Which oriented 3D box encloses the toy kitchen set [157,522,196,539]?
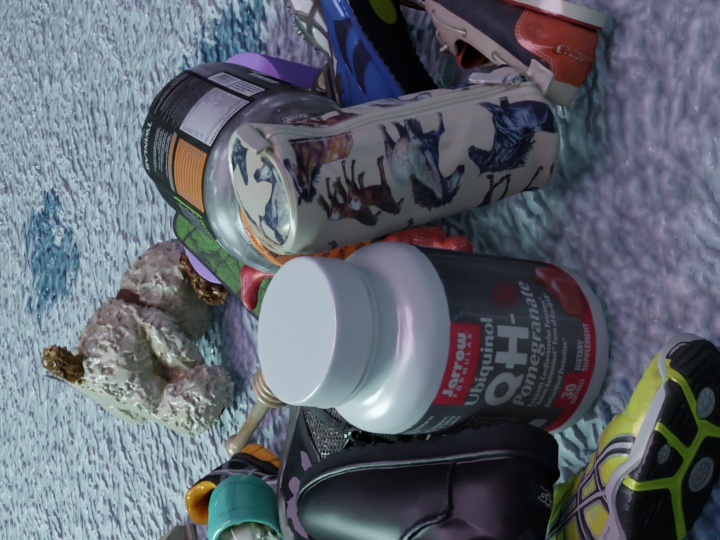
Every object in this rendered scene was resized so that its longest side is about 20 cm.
[{"bbox_3d":[-0.222,0.310,1.033,0.200,0.180,0.164,-43,50,37],"label":"toy kitchen set"}]

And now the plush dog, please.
[{"bbox_3d":[-0.202,0.048,1.106,0.199,0.160,0.173,-3,58,55],"label":"plush dog"}]

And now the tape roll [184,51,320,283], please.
[{"bbox_3d":[-0.089,-0.086,1.017,0.200,0.065,0.202,-14,72,52],"label":"tape roll"}]

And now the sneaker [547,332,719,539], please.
[{"bbox_3d":[0.141,0.124,0.642,0.076,0.075,0.201,34,111,50],"label":"sneaker"}]

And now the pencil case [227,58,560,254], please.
[{"bbox_3d":[0.021,-0.068,0.681,0.078,0.199,0.090,47,145,46],"label":"pencil case"}]

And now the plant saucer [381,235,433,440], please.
[{"bbox_3d":[0.014,0.063,0.870,0.200,0.034,0.202,-15,72,54],"label":"plant saucer"}]

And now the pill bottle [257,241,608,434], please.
[{"bbox_3d":[0.043,0.041,0.687,0.110,0.199,0.112,-11,76,53],"label":"pill bottle"}]

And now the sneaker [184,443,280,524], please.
[{"bbox_3d":[-0.071,0.193,0.914,0.200,0.077,0.079,-1,108,59],"label":"sneaker"}]

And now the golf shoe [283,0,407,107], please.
[{"bbox_3d":[-0.002,-0.197,0.915,0.094,0.077,0.201,-31,68,39],"label":"golf shoe"}]

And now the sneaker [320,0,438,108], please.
[{"bbox_3d":[0.005,-0.137,0.826,0.078,0.066,0.201,-27,93,37],"label":"sneaker"}]

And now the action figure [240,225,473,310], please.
[{"bbox_3d":[0.000,0.000,0.813,0.199,0.065,0.052,-14,84,44],"label":"action figure"}]

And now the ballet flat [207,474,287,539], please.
[{"bbox_3d":[-0.058,0.243,0.829,0.070,0.067,0.201,-83,-30,-72],"label":"ballet flat"}]

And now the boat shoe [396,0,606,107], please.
[{"bbox_3d":[0.083,-0.166,0.787,0.200,0.071,0.063,33,114,48],"label":"boat shoe"}]

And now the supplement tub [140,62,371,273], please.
[{"bbox_3d":[-0.068,-0.071,0.797,0.200,0.122,0.123,33,111,57],"label":"supplement tub"}]

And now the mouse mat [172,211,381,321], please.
[{"bbox_3d":[-0.070,-0.042,0.922,0.200,0.008,0.162,41,118,29],"label":"mouse mat"}]

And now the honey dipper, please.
[{"bbox_3d":[-0.083,0.116,0.965,0.200,0.038,0.038,122,141,-59],"label":"honey dipper"}]

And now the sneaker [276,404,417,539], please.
[{"bbox_3d":[-0.001,0.122,0.787,0.114,0.076,0.201,-17,65,59],"label":"sneaker"}]

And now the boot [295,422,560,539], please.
[{"bbox_3d":[0.030,0.179,0.643,0.197,0.073,0.163,-19,46,35],"label":"boot"}]
